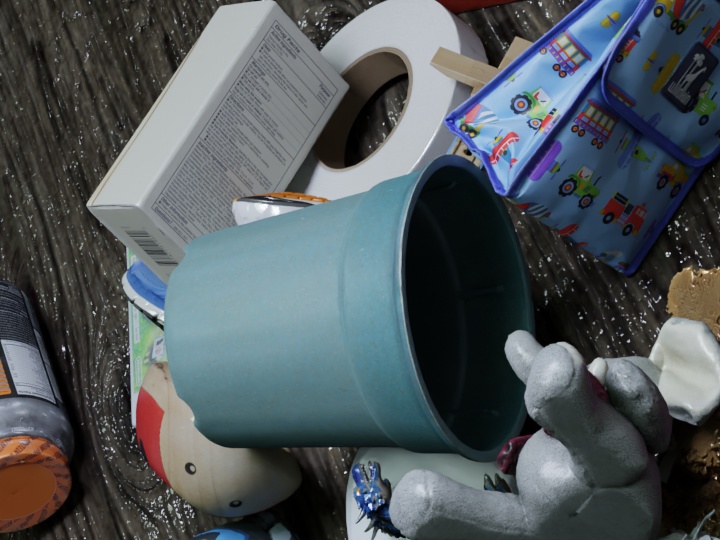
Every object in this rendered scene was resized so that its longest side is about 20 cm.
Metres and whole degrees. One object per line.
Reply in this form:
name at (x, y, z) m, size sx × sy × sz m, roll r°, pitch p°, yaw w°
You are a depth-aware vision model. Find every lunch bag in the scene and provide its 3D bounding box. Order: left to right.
lunch bag at (0.183, -0.119, 1.563) m, size 0.200 × 0.150 × 0.094 m, roll -48°, pitch 45°, yaw 14°

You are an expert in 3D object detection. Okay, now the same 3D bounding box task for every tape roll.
tape roll at (0.013, -0.115, 1.789) m, size 0.202 × 0.037 × 0.204 m, roll -30°, pitch 44°, yaw 34°

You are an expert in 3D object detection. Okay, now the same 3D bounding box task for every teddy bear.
teddy bear at (0.226, 0.100, 1.482) m, size 0.145 × 0.067 × 0.201 m, roll -19°, pitch 63°, yaw 47°

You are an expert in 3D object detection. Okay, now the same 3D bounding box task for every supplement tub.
supplement tub at (-0.307, 0.110, 1.927) m, size 0.122 × 0.122 × 0.200 m, roll -42°, pitch 46°, yaw 19°

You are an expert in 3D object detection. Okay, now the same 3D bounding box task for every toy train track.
toy train track at (0.089, -0.100, 1.670) m, size 0.200 × 0.114 × 0.033 m, roll -59°, pitch -11°, yaw -48°

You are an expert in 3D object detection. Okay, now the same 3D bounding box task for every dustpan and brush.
dustpan and brush at (0.032, 0.123, 1.630) m, size 0.139 × 0.057 × 0.201 m, roll -30°, pitch 76°, yaw 13°

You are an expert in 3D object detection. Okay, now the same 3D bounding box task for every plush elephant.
plush elephant at (0.139, 0.097, 1.423) m, size 0.165 × 0.199 × 0.155 m, roll -52°, pitch 20°, yaw 32°

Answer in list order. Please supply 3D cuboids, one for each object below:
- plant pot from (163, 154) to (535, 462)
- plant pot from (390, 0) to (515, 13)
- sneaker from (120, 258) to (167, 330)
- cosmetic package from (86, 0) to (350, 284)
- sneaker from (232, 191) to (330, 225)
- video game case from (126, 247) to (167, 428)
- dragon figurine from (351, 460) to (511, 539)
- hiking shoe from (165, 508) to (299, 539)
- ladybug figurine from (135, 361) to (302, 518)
plant pot at (-0.013, 0.036, 1.557) m, size 0.195 × 0.200 × 0.201 m, roll -8°, pitch 63°, yaw 27°
plant pot at (0.071, -0.327, 1.761) m, size 0.199 × 0.176 × 0.201 m, roll -7°, pitch 65°, yaw 41°
sneaker at (-0.102, 0.024, 1.794) m, size 0.200 × 0.079 × 0.089 m, roll 22°, pitch 75°, yaw 40°
cosmetic package at (-0.105, -0.095, 1.762) m, size 0.073 × 0.104 × 0.200 m, roll 1°, pitch 52°, yaw 49°
sneaker at (0.000, 0.000, 1.691) m, size 0.199 × 0.076 × 0.092 m, roll 10°, pitch 101°, yaw 22°
video game case at (-0.117, 0.009, 1.874) m, size 0.182 × 0.022 × 0.201 m, roll -27°, pitch 52°, yaw 31°
dragon figurine at (0.071, 0.201, 1.546) m, size 0.099 × 0.059 × 0.200 m, roll -34°, pitch 79°, yaw 12°
hiking shoe at (-0.060, 0.241, 1.638) m, size 0.200 × 0.086 × 0.075 m, roll 35°, pitch 129°, yaw 53°
ladybug figurine at (-0.111, 0.128, 1.710) m, size 0.072 × 0.136 × 0.200 m, roll -52°, pitch 12°, yaw -1°
